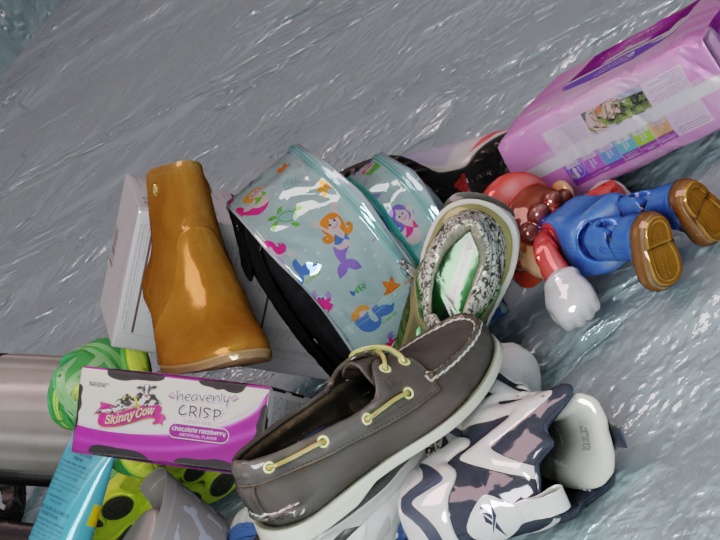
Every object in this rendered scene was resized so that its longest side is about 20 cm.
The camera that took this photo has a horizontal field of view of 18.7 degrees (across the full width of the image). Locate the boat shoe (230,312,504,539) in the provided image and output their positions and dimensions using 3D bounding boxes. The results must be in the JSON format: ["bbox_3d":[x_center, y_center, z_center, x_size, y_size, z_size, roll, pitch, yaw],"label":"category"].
[{"bbox_3d":[0.007,0.082,1.313,0.201,0.061,0.071,-40,27,-27],"label":"boat shoe"}]

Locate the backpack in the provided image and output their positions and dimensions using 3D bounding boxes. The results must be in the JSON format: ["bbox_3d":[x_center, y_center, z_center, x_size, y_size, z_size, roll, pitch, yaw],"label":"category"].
[{"bbox_3d":[0.000,0.000,1.562,0.151,0.200,0.178,-44,18,-1],"label":"backpack"}]

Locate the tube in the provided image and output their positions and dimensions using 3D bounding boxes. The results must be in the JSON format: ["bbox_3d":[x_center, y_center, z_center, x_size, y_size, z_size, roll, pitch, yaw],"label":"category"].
[{"bbox_3d":[-0.218,0.207,1.540,0.077,0.050,0.202,11,81,54],"label":"tube"}]

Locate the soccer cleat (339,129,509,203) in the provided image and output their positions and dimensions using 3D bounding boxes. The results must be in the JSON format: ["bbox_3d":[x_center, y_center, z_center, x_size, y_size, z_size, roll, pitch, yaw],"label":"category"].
[{"bbox_3d":[0.055,-0.063,1.696,0.198,0.069,0.073,-17,1,-17],"label":"soccer cleat"}]

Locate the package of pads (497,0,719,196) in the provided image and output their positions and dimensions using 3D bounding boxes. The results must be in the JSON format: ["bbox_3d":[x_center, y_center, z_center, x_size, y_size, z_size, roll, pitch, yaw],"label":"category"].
[{"bbox_3d":[0.204,-0.125,1.572,0.199,0.076,0.121,-27,15,39],"label":"package of pads"}]

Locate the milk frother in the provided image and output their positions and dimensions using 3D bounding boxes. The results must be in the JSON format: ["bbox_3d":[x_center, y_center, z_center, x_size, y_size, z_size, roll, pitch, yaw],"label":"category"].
[{"bbox_3d":[-0.283,0.154,1.945,0.186,0.182,0.200,3,6,18],"label":"milk frother"}]

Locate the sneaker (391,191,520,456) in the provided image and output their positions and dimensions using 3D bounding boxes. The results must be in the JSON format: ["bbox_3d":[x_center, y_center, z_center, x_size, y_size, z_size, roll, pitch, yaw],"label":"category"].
[{"bbox_3d":[0.049,0.047,1.434,0.089,0.076,0.202,-7,-71,-79],"label":"sneaker"}]

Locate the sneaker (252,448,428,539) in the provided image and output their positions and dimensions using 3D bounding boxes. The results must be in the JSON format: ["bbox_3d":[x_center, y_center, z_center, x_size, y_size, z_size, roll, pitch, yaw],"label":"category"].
[{"bbox_3d":[-0.013,0.192,1.334,0.075,0.116,0.201,2,40,47],"label":"sneaker"}]

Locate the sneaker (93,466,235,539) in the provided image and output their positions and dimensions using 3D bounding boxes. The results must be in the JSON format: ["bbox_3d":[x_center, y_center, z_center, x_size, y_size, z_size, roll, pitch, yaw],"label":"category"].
[{"bbox_3d":[-0.160,0.156,1.737,0.199,0.074,0.084,-33,26,31],"label":"sneaker"}]

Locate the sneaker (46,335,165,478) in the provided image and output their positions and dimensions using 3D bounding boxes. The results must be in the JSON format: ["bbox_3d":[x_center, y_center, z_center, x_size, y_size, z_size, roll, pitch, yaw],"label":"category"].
[{"bbox_3d":[-0.191,0.107,1.643,0.083,0.075,0.200,-15,19,-5],"label":"sneaker"}]

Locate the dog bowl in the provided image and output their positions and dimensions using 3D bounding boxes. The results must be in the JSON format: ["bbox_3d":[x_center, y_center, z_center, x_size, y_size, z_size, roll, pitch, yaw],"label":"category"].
[{"bbox_3d":[-0.157,0.240,1.527,0.201,0.058,0.200,-59,13,22],"label":"dog bowl"}]

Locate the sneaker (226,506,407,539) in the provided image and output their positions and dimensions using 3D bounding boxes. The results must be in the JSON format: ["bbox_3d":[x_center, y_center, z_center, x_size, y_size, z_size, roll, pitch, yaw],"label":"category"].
[{"bbox_3d":[-0.031,0.192,1.447,0.200,0.078,0.090,-35,27,49],"label":"sneaker"}]

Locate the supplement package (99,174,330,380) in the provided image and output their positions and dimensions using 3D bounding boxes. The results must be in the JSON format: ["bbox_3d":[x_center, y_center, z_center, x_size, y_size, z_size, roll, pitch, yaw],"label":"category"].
[{"bbox_3d":[-0.091,0.007,1.697,0.110,0.198,0.115,-124,46,-70],"label":"supplement package"}]

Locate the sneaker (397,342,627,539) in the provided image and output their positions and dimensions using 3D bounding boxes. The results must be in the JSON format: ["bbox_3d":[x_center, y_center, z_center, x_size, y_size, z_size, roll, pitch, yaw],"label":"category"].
[{"bbox_3d":[0.111,0.100,1.336,0.129,0.080,0.199,-15,17,28],"label":"sneaker"}]

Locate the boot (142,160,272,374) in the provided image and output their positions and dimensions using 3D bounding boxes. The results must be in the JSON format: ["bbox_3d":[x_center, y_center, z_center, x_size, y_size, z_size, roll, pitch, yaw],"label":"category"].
[{"bbox_3d":[-0.115,-0.004,1.519,0.070,0.145,0.201,-5,2,-19],"label":"boot"}]

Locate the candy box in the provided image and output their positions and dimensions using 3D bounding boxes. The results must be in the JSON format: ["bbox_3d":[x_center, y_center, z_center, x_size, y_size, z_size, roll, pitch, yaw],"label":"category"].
[{"bbox_3d":[-0.097,0.108,1.505,0.200,0.135,0.062,29,-113,-74],"label":"candy box"}]

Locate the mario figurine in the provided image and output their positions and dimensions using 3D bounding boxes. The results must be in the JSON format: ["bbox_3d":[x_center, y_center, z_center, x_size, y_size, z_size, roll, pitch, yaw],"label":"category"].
[{"bbox_3d":[0.161,-0.013,1.490,0.199,0.123,0.107,3,91,55],"label":"mario figurine"}]
